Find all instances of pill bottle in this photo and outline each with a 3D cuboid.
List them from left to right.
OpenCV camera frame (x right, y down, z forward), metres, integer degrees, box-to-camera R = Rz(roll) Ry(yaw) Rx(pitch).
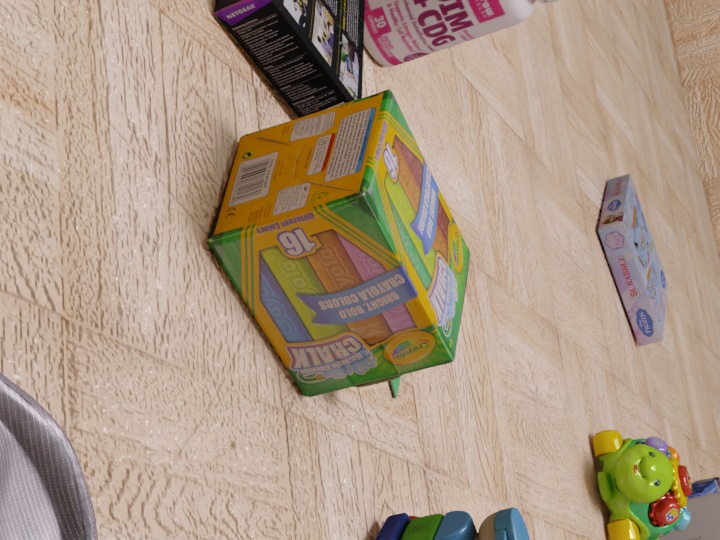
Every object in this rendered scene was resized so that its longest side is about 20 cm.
[{"bbox_3d":[0.095,-0.272,1.305,0.113,0.198,0.114,48,33,-47],"label":"pill bottle"}]

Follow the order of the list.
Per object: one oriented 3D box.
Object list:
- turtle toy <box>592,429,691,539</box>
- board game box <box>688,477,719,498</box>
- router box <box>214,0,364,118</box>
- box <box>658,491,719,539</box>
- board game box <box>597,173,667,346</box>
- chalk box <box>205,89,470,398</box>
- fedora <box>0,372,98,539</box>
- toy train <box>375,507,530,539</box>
[{"bbox_3d":[0.342,0.259,1.691,0.200,0.100,0.147,32,47,-60],"label":"turtle toy"},{"bbox_3d":[0.542,0.429,2.149,0.200,0.043,0.201,1,76,-68],"label":"board game box"},{"bbox_3d":[-0.050,-0.233,1.121,0.149,0.051,0.202,49,32,-44],"label":"router box"},{"bbox_3d":[0.485,0.412,1.810,0.200,0.198,0.172,61,23,-28],"label":"box"},{"bbox_3d":[0.420,-0.019,2.150,0.201,0.041,0.200,67,22,-18],"label":"board game box"},{"bbox_3d":[0.000,0.000,0.992,0.201,0.123,0.125,59,26,-34],"label":"chalk box"},{"bbox_3d":[-0.168,0.100,0.555,0.177,0.089,0.202,-35,108,-68],"label":"fedora"},{"bbox_3d":[0.092,0.272,1.046,0.202,0.115,0.085,70,23,-12],"label":"toy train"}]
